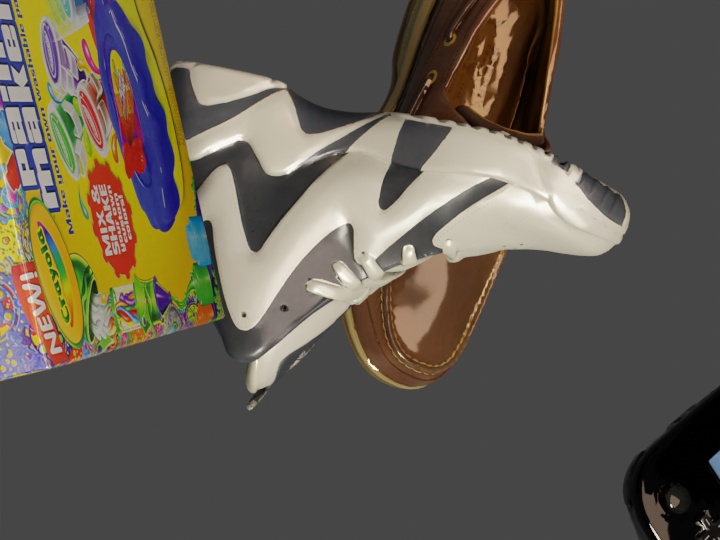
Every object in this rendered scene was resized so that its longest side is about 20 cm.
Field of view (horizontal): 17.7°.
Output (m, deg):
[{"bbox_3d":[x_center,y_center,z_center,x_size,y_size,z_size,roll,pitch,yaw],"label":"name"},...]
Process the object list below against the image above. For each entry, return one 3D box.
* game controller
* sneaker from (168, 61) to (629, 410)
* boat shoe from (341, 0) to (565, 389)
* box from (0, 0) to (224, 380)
[{"bbox_3d":[0.210,0.086,1.089,0.200,0.042,0.104,-36,87,-28],"label":"game controller"},{"bbox_3d":[0.000,0.000,0.928,0.198,0.079,0.130,14,90,5],"label":"sneaker"},{"bbox_3d":[0.042,-0.049,0.996,0.072,0.067,0.201,22,74,-27],"label":"boat shoe"},{"bbox_3d":[-0.149,-0.060,0.796,0.193,0.121,0.201,-19,96,-76],"label":"box"}]
